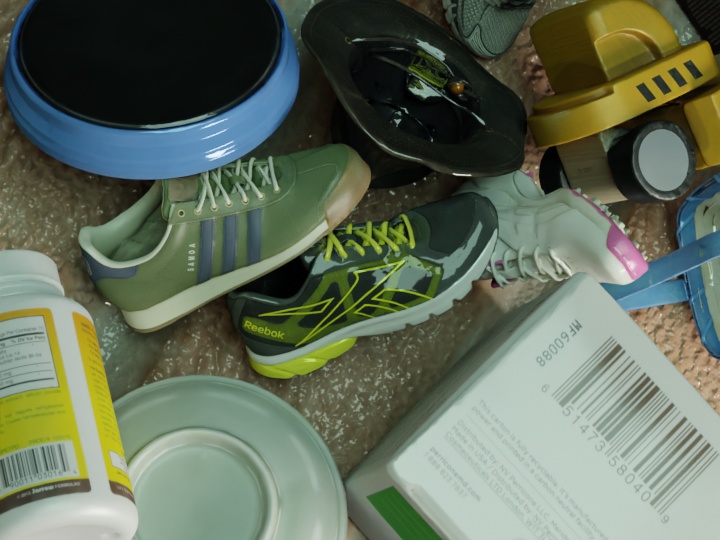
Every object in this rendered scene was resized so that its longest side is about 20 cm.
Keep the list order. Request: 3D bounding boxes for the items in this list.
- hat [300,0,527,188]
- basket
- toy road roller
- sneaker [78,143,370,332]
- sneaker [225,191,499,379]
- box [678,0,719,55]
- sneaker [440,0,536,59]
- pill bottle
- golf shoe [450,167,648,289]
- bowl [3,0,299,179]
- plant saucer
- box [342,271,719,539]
[{"bbox_3d":[0.023,-0.106,1.683,0.201,0.081,0.201,27,31,-18],"label":"hat"},{"bbox_3d":[0.275,-0.006,1.704,0.200,0.176,0.139,-11,82,-36],"label":"basket"},{"bbox_3d":[0.208,-0.134,1.710,0.200,0.123,0.146,-26,99,-28],"label":"toy road roller"},{"bbox_3d":[-0.098,-0.039,1.603,0.200,0.067,0.090,-31,128,13],"label":"sneaker"},{"bbox_3d":[0.000,0.000,1.631,0.200,0.074,0.085,-31,130,3],"label":"sneaker"},{"bbox_3d":[0.287,-0.235,1.806,0.100,0.075,0.200,-31,86,-20],"label":"box"},{"bbox_3d":[0.118,-0.220,1.694,0.078,0.200,0.082,-22,60,-33],"label":"sneaker"},{"bbox_3d":[-0.216,0.091,1.563,0.109,0.109,0.200,-7,63,-17],"label":"pill bottle"},{"bbox_3d":[0.120,-0.015,1.661,0.092,0.200,0.075,-46,121,-10],"label":"golf shoe"},{"bbox_3d":[-0.141,-0.144,1.629,0.200,0.039,0.201,0,47,-1],"label":"bowl"},{"bbox_3d":[-0.108,0.161,1.597,0.200,0.050,0.200,0,72,0],"label":"plant saucer"},{"bbox_3d":[0.126,0.146,1.625,0.200,0.171,0.199,-43,91,-16],"label":"box"}]
